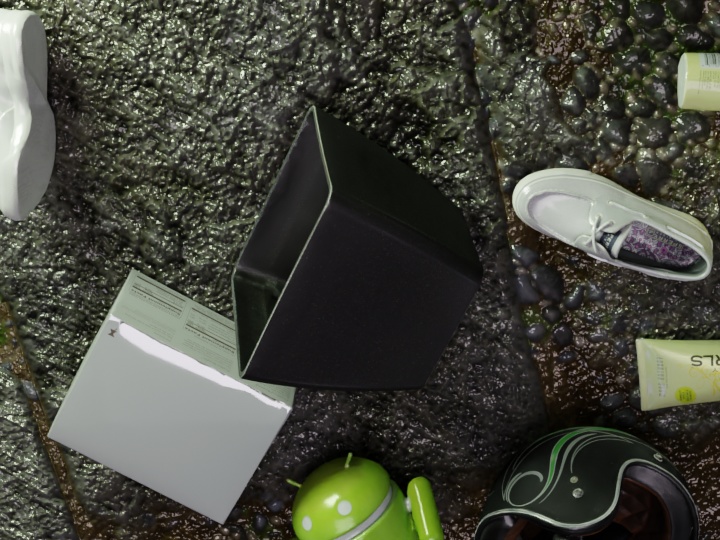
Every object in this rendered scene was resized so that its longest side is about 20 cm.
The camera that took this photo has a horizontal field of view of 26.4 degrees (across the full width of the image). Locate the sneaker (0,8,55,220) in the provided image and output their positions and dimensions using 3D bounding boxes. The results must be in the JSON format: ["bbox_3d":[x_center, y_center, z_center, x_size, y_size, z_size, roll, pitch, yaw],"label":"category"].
[{"bbox_3d":[-0.343,-0.149,1.455,0.088,0.075,0.202,8,108,14],"label":"sneaker"}]

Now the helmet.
[{"bbox_3d":[0.225,0.247,1.514,0.199,0.190,0.201,23,130,31],"label":"helmet"}]

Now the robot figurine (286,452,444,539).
[{"bbox_3d":[0.006,0.278,1.581,0.175,0.116,0.201,-26,109,16],"label":"robot figurine"}]

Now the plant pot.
[{"bbox_3d":[0.000,0.000,1.429,0.176,0.200,0.201,21,113,-17],"label":"plant pot"}]

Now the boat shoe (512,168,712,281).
[{"bbox_3d":[0.240,-0.036,1.454,0.199,0.069,0.072,23,113,-6],"label":"boat shoe"}]

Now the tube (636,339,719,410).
[{"bbox_3d":[0.374,0.098,1.509,0.198,0.052,0.059,-3,70,11],"label":"tube"}]

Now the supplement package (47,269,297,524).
[{"bbox_3d":[-0.182,0.126,1.532,0.199,0.111,0.156,28,112,-8],"label":"supplement package"}]

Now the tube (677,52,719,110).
[{"bbox_3d":[0.390,-0.167,1.395,0.198,0.052,0.059,2,108,4],"label":"tube"}]
